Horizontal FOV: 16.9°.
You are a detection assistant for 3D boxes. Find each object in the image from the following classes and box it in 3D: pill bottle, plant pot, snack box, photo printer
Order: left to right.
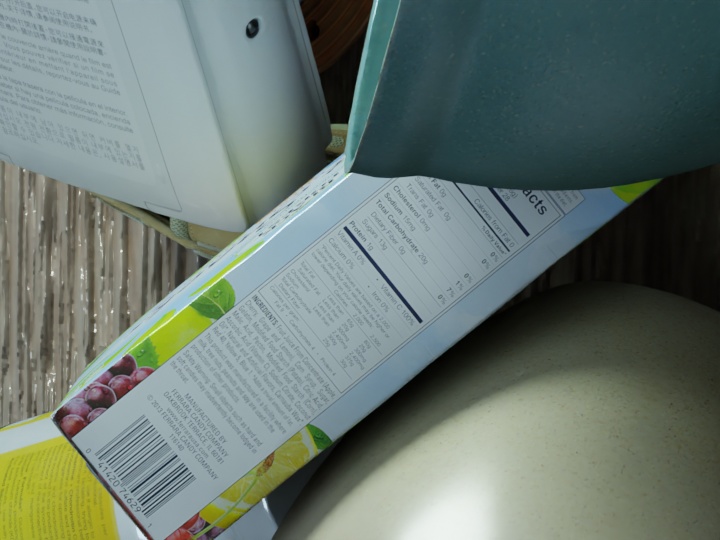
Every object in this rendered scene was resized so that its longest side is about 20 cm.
[{"bbox_3d":[-0.103,-0.119,0.879,0.166,0.069,0.200,17,141,33],"label":"photo printer"},{"bbox_3d":[-0.076,0.100,0.970,0.200,0.112,0.112,-18,79,44],"label":"pill bottle"},{"bbox_3d":[0.000,0.000,0.794,0.200,0.169,0.068,-40,94,1],"label":"snack box"},{"bbox_3d":[0.078,0.083,0.786,0.200,0.200,0.135,-5,55,45],"label":"plant pot"},{"bbox_3d":[0.083,-0.108,0.625,0.200,0.134,0.200,-168,90,-87],"label":"plant pot"}]

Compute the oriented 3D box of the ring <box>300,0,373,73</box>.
[{"bbox_3d":[-0.043,-0.170,0.992,0.200,0.019,0.201,4,96,44],"label":"ring"}]

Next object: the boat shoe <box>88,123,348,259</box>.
[{"bbox_3d":[-0.044,-0.026,0.958,0.200,0.076,0.072,12,101,44],"label":"boat shoe"}]
